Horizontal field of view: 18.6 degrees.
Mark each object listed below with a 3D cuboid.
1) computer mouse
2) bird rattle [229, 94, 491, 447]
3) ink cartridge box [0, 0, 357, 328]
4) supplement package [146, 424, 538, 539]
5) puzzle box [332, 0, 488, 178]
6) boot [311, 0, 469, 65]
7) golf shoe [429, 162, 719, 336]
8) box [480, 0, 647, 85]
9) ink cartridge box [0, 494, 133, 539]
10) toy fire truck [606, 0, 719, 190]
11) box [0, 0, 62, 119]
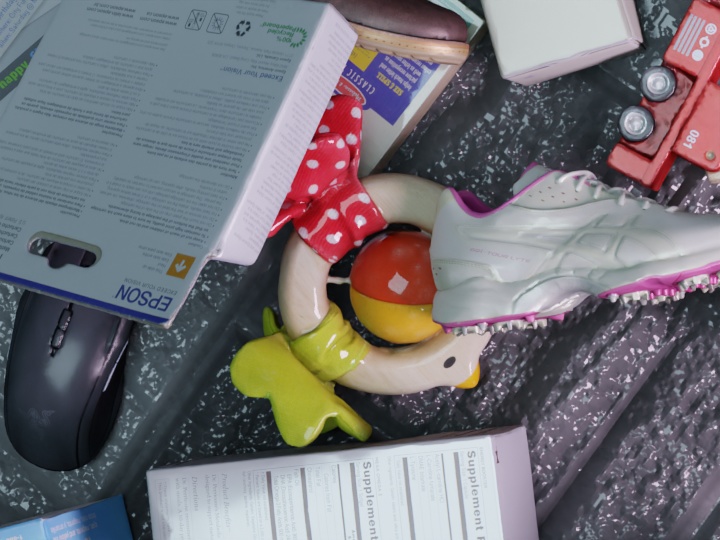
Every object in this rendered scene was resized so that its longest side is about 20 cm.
[{"bbox_3d":[-0.196,0.015,1.334,0.140,0.046,0.200,23,96,12],"label":"computer mouse"},{"bbox_3d":[0.000,0.000,1.266,0.163,0.113,0.200,4,95,-8],"label":"bird rattle"},{"bbox_3d":[-0.121,-0.066,1.213,0.200,0.041,0.200,15,72,38],"label":"ink cartridge box"},{"bbox_3d":[-0.006,0.153,1.253,0.200,0.114,0.110,-7,88,15],"label":"supplement package"},{"bbox_3d":[-0.039,-0.152,1.303,0.200,0.025,0.133,40,99,10],"label":"puzzle box"},{"bbox_3d":[-0.007,-0.217,1.243,0.200,0.072,0.166,24,98,16],"label":"boot"},{"bbox_3d":[0.128,-0.021,1.192,0.200,0.075,0.092,-11,82,16],"label":"golf shoe"},{"bbox_3d":[0.097,-0.211,1.246,0.082,0.068,0.200,-14,87,14],"label":"box"},{"bbox_3d":[-0.194,0.249,1.296,0.129,0.125,0.200,-16,86,14],"label":"ink cartridge box"},{"bbox_3d":[0.217,-0.069,1.227,0.141,0.049,0.200,29,97,12],"label":"toy fire truck"},{"bbox_3d":[-0.239,-0.137,1.321,0.156,0.041,0.200,-42,79,-11],"label":"box"}]
